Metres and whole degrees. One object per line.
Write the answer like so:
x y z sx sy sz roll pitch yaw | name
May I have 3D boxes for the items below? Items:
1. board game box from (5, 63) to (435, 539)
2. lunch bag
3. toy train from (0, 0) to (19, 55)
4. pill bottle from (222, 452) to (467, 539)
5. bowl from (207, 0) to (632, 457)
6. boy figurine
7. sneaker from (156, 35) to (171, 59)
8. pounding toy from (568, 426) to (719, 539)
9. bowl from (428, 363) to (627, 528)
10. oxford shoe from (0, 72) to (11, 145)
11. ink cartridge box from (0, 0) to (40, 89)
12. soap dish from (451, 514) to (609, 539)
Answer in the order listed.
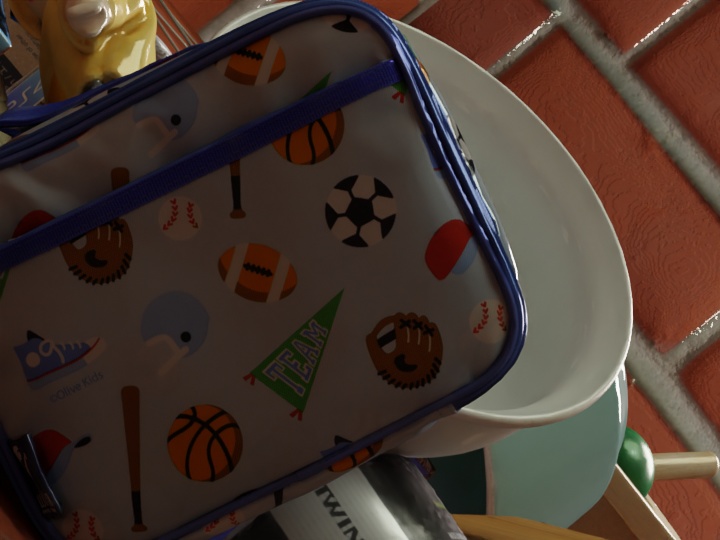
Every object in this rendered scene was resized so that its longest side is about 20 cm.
-0.079 0.019 1.275 0.200 0.097 0.159 55 4 37 | board game box
-0.053 0.002 0.981 0.076 0.199 0.161 -47 112 -85 | lunch bag
-0.192 -0.147 1.335 0.087 0.114 0.200 54 3 -22 | toy train
0.029 0.173 1.044 0.200 0.106 0.106 54 4 21 | pill bottle
0.000 0.000 1.121 0.200 0.090 0.202 24 41 -22 | bowl
-0.112 -0.077 1.173 0.125 0.064 0.201 95 -14 -54 | boy figurine
-0.125 -0.078 1.930 0.201 0.075 0.114 59 4 11 | sneaker
0.092 0.134 1.546 0.184 0.200 0.142 51 3 -27 | pounding toy
0.052 0.053 1.342 0.201 0.105 0.202 40 -43 51 | bowl
-0.169 -0.046 1.139 0.200 0.070 0.075 -102 174 -74 | oxford shoe
-0.177 -0.122 1.626 0.165 0.075 0.200 50 4 -19 | ink cartridge box
0.097 0.179 1.114 0.199 0.081 0.158 10 -68 51 | soap dish
